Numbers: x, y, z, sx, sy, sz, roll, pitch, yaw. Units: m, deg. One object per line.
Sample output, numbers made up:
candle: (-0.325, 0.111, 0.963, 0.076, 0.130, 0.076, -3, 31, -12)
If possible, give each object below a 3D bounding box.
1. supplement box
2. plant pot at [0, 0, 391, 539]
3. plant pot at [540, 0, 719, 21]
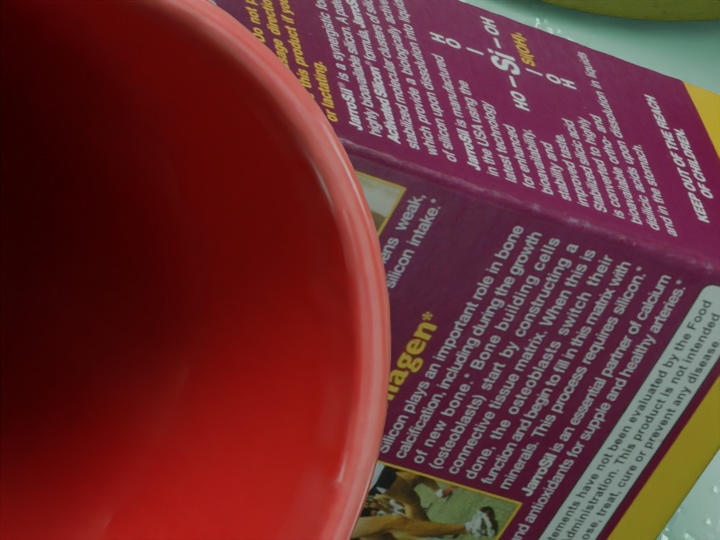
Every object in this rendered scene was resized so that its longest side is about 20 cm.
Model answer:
supplement box: (0.000, 0.000, 0.800, 0.200, 0.131, 0.103, 18, 31, -24)
plant pot: (-0.121, 0.005, 0.641, 0.200, 0.177, 0.201, -10, 111, -26)
plant pot: (0.113, -0.190, 0.947, 0.200, 0.195, 0.195, 28, 55, -28)
